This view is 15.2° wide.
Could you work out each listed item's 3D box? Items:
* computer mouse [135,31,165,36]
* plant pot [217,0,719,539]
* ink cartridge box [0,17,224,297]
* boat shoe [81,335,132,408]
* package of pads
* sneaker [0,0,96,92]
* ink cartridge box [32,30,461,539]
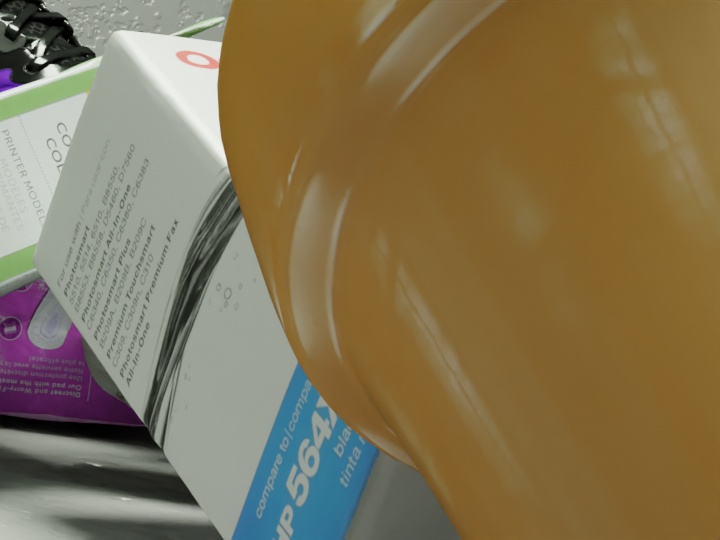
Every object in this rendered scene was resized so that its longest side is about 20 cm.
[{"bbox_3d":[-0.034,0.002,1.077,0.200,0.053,0.139,45,-13,7],"label":"computer mouse"},{"bbox_3d":[0.087,0.013,0.521,0.199,0.200,0.184,7,43,-26],"label":"plant pot"},{"bbox_3d":[-0.128,-0.019,0.863,0.104,0.060,0.200,-21,4,39],"label":"ink cartridge box"},{"bbox_3d":[0.002,0.046,0.894,0.199,0.071,0.070,16,-23,-9],"label":"boat shoe"},{"bbox_3d":[-0.127,0.009,1.042,0.120,0.076,0.200,5,5,-12],"label":"package of pads"},{"bbox_3d":[-0.143,-0.081,1.026,0.199,0.100,0.069,7,8,29],"label":"sneaker"},{"bbox_3d":[0.015,0.017,0.749,0.146,0.085,0.200,5,27,-33],"label":"ink cartridge box"}]
